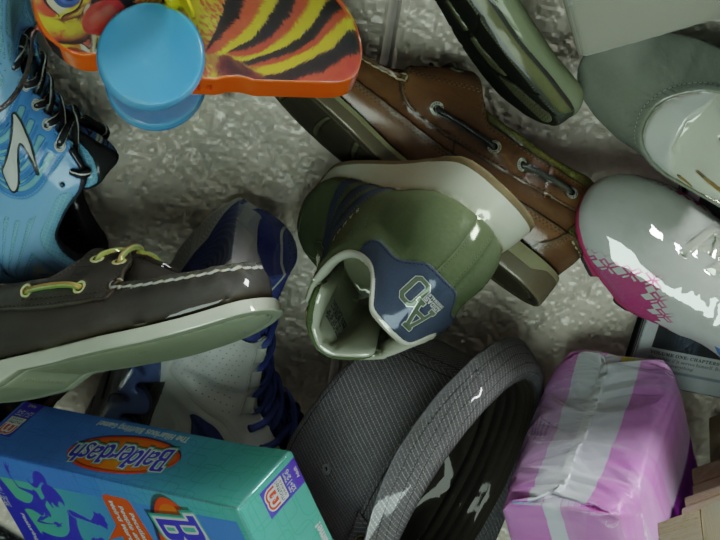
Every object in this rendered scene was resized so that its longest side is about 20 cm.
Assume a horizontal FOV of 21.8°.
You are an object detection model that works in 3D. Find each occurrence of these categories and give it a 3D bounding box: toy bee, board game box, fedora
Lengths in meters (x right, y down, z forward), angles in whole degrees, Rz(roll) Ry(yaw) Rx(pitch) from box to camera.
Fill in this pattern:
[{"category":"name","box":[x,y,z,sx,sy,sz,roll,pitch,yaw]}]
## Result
[{"category":"toy bee","box":[-0.102,-0.118,0.832,0.200,0.131,0.109,-8,85,-26]},{"category":"board game box","box":[-0.090,0.148,0.946,0.200,0.045,0.152,4,128,42]},{"category":"fedora","box":[0.018,0.108,0.993,0.090,0.177,0.200,30,136,22]}]

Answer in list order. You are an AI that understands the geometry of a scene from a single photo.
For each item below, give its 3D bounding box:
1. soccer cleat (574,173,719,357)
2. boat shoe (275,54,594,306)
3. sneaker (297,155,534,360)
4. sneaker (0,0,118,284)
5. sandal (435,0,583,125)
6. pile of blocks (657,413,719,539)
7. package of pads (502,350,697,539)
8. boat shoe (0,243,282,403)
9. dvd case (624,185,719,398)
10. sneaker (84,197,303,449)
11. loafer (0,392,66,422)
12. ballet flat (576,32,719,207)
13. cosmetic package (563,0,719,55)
[{"category":"soccer cleat","box":[0.194,0.013,0.912,0.200,0.070,0.086,37,154,-24]},{"category":"boat shoe","box":[0.032,-0.070,0.926,0.200,0.072,0.068,40,83,-7]},{"category":"sneaker","box":[0.000,0.000,0.884,0.067,0.200,0.090,44,72,-16]},{"category":"sneaker","box":[-0.159,-0.078,0.922,0.090,0.078,0.200,9,131,12]},{"category":"sandal","box":[0.050,-0.157,0.872,0.057,0.080,0.201,-39,115,-4]},{"category":"pile of blocks","box":[0.207,0.128,0.950,0.062,0.200,0.082,-23,97,26]},{"category":"package of pads","box":[0.140,0.153,0.998,0.076,0.121,0.200,2,130,28]},{"category":"boat shoe","box":[-0.128,0.019,0.910,0.201,0.072,0.061,-15,76,30]},{"category":"dvd case","box":[0.233,-0.015,0.958,0.150,0.025,0.200,11,122,-2]},{"category":"sneaker","box":[-0.068,0.058,1.005,0.115,0.081,0.200,27,126,-15]},{"category":"loafer","box":[-0.204,0.063,1.020,0.200,0.063,0.072,-36,112,23]},{"category":"ballet flat","box":[0.193,-0.050,0.890,0.200,0.064,0.067,28,119,-11]},{"category":"cosmetic package","box":[0.098,-0.204,0.789,0.073,0.104,0.200,-15,132,10]}]
